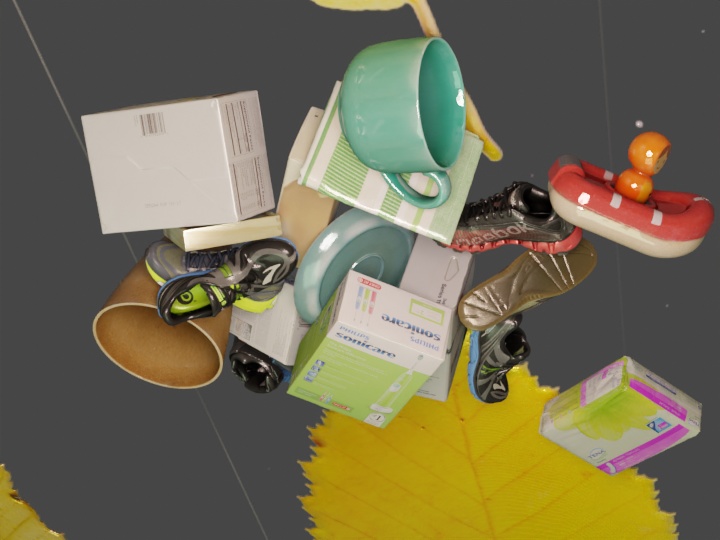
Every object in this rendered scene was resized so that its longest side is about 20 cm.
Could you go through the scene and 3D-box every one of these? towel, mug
[{"bbox_3d":[0.039,-0.133,1.522,0.200,0.153,0.023,22,160,-2],"label":"towel"},{"bbox_3d":[0.042,-0.173,1.444,0.114,0.185,0.152,-1,169,25],"label":"mug"}]

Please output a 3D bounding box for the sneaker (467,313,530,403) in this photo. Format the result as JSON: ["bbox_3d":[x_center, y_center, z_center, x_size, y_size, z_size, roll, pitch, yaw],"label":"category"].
[{"bbox_3d":[0.201,0.127,1.802,0.083,0.071,0.200,12,137,16],"label":"sneaker"}]

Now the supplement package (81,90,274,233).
[{"bbox_3d":[-0.230,-0.138,1.589,0.200,0.111,0.156,-4,101,23],"label":"supplement package"}]

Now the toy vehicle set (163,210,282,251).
[{"bbox_3d":[-0.185,-0.059,1.640,0.124,0.200,0.027,-10,100,-15],"label":"toy vehicle set"}]

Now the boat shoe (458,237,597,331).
[{"bbox_3d":[0.214,0.017,1.642,0.072,0.201,0.066,60,173,1],"label":"boat shoe"}]

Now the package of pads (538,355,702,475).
[{"bbox_3d":[0.380,0.219,1.856,0.154,0.068,0.200,31,138,-16],"label":"package of pads"}]

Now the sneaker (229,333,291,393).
[{"bbox_3d":[-0.126,0.161,1.942,0.077,0.111,0.200,-20,128,36],"label":"sneaker"}]

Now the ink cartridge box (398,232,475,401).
[{"bbox_3d":[0.101,0.059,1.715,0.083,0.147,0.200,13,139,11],"label":"ink cartridge box"}]

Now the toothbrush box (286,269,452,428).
[{"bbox_3d":[0.009,0.106,1.617,0.146,0.086,0.200,21,143,-10],"label":"toothbrush box"}]

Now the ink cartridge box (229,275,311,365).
[{"bbox_3d":[-0.129,0.057,1.788,0.050,0.109,0.200,6,-170,-36],"label":"ink cartridge box"}]

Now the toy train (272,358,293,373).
[{"bbox_3d":[-0.052,0.072,1.811,0.087,0.114,0.200,27,139,-12],"label":"toy train"}]

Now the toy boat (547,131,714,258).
[{"bbox_3d":[0.330,-0.103,1.486,0.200,0.131,0.131,22,111,-4],"label":"toy boat"}]

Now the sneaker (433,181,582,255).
[{"bbox_3d":[0.180,-0.071,1.594,0.200,0.071,0.098,1,141,16],"label":"sneaker"}]

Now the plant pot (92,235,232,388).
[{"bbox_3d":[-0.255,0.034,1.774,0.186,0.200,0.186,10,139,9],"label":"plant pot"}]

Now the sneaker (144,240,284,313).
[{"bbox_3d":[-0.189,-0.006,1.666,0.200,0.074,0.081,14,144,-25],"label":"sneaker"}]

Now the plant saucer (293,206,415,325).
[{"bbox_3d":[0.000,0.000,1.664,0.027,0.200,0.200,42,155,36],"label":"plant saucer"}]

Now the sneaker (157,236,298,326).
[{"bbox_3d":[-0.167,0.021,1.594,0.200,0.083,0.071,-24,117,7],"label":"sneaker"}]

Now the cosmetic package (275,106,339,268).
[{"bbox_3d":[-0.062,-0.102,1.624,0.071,0.105,0.200,19,142,1],"label":"cosmetic package"}]
